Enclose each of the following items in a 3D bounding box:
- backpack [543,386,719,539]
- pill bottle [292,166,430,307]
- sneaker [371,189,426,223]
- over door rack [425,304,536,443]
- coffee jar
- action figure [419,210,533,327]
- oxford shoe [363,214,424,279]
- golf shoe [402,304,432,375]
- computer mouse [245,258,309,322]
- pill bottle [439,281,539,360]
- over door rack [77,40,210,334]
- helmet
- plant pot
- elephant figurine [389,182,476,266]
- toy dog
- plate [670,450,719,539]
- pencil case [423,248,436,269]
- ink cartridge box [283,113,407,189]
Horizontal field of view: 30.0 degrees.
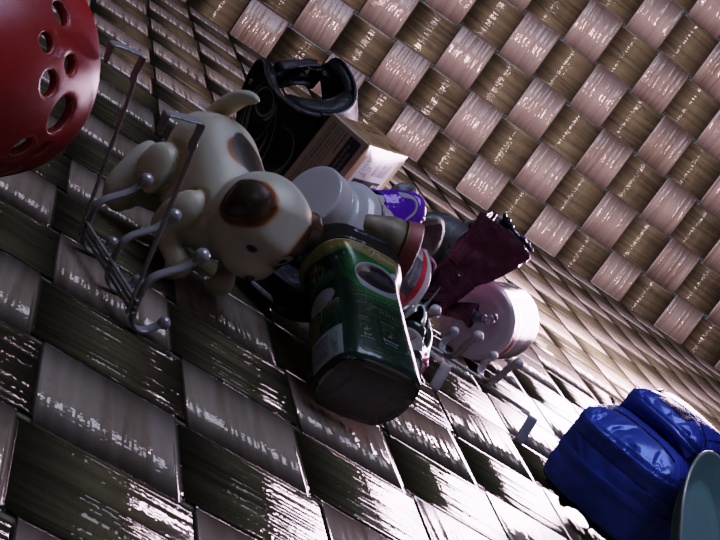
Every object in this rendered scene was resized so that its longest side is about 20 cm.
[{"bbox_3d":[0.308,0.218,1.517,0.162,0.169,0.199,36,14,34],"label":"backpack"},{"bbox_3d":[-0.007,-0.034,1.582,0.200,0.111,0.111,46,1,-45],"label":"pill bottle"},{"bbox_3d":[-0.016,-0.072,1.676,0.100,0.198,0.070,82,0,-67],"label":"sneaker"},{"bbox_3d":[0.134,0.112,1.635,0.147,0.067,0.200,32,12,-19],"label":"over door rack"},{"bbox_3d":[-0.005,0.047,1.311,0.104,0.085,0.201,26,36,-27],"label":"coffee jar"},{"bbox_3d":[0.123,0.000,1.768,0.134,0.200,0.149,47,6,-21],"label":"action figure"},{"bbox_3d":[0.000,0.000,1.465,0.074,0.200,0.071,22,48,-11],"label":"oxford shoe"},{"bbox_3d":[0.053,0.080,1.493,0.072,0.092,0.200,34,9,-2],"label":"golf shoe"},{"bbox_3d":[-0.084,0.015,1.473,0.199,0.046,0.140,29,10,29],"label":"computer mouse"},{"bbox_3d":[0.191,0.071,1.909,0.111,0.111,0.200,40,11,18],"label":"pill bottle"},{"bbox_3d":[-0.176,-0.069,1.126,0.066,0.201,0.148,-3,32,-32],"label":"over door rack"},{"bbox_3d":[-0.098,-0.220,2.028,0.198,0.191,0.201,12,46,-13],"label":"helmet"},{"bbox_3d":[-0.333,-0.173,1.069,0.200,0.201,0.182,38,13,9],"label":"plant pot"},{"bbox_3d":[0.063,-0.052,1.903,0.141,0.156,0.200,1,-29,38],"label":"elephant figurine"},{"bbox_3d":[-0.122,-0.064,1.317,0.200,0.194,0.139,38,-3,45],"label":"toy dog"},{"bbox_3d":[0.365,0.293,1.432,0.025,0.202,0.200,-4,-13,32],"label":"plate"},{"bbox_3d":[0.010,-0.024,1.801,0.199,0.087,0.083,29,3,-24],"label":"pencil case"},{"bbox_3d":[-0.032,-0.129,1.912,0.075,0.165,0.200,41,12,14],"label":"ink cartridge box"}]
